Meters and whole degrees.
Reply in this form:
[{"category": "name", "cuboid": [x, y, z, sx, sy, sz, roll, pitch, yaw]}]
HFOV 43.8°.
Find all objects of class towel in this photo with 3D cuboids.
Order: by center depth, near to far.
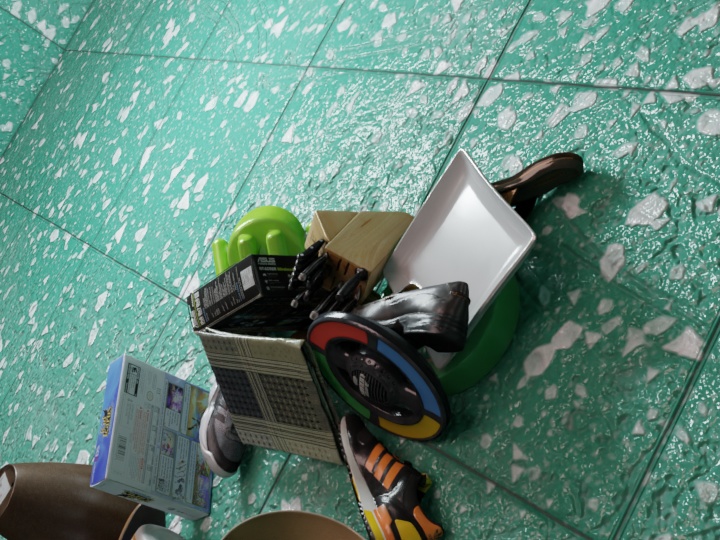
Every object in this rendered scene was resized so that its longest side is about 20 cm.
[{"category": "towel", "cuboid": [-0.110, 0.161, 1.167, 0.200, 0.193, 0.035, 3, 31, 39]}]

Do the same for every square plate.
[{"category": "square plate", "cuboid": [0.115, -0.015, 1.064, 0.198, 0.028, 0.200, -58, 35, 24]}]

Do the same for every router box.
[{"category": "router box", "cuboid": [-0.116, 0.035, 1.241, 0.150, 0.200, 0.062, -30, 69, 38]}]

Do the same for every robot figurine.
[{"category": "robot figurine", "cuboid": [-0.142, -0.037, 1.372, 0.175, 0.116, 0.200, -12, 13, 0]}]

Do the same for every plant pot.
[{"category": "plant pot", "cuboid": [-0.077, 0.388, 0.995, 0.200, 0.200, 0.135, -127, 43, -51]}, {"category": "plant pot", "cuboid": [-0.485, 0.381, 1.421, 0.187, 0.200, 0.187, -28, 46, 34]}]

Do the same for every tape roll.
[{"category": "tape roll", "cuboid": [0.104, 0.056, 1.119, 0.200, 0.048, 0.201, -29, 45, 33]}]

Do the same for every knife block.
[{"category": "knife block", "cuboid": [0.000, 0.000, 1.158, 0.176, 0.200, 0.064, -114, 34, -42]}]

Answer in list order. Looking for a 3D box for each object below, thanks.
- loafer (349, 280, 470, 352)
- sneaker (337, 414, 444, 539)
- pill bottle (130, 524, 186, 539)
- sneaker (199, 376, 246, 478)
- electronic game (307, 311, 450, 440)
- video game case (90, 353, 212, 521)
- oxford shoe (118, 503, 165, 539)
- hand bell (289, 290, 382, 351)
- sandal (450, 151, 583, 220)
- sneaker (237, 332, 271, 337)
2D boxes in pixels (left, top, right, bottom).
[{"category": "loafer", "cuboid": [0.057, 0.052, 1.044, 0.200, 0.073, 0.072, -1, 62, 51]}, {"category": "sneaker", "cuboid": [0.035, 0.247, 1.052, 0.090, 0.070, 0.200, -17, 43, -5]}, {"category": "pill bottle", "cuboid": [-0.310, 0.466, 1.239, 0.112, 0.112, 0.200, 28, 86, 53]}, {"category": "sneaker", "cuboid": [-0.167, 0.195, 1.298, 0.114, 0.075, 0.200, -28, 43, 37]}, {"category": "electronic game", "cuboid": [0.019, 0.126, 1.050, 0.200, 0.200, 0.042, 1, 41, 49]}, {"category": "video game case", "cuboid": [-0.298, 0.248, 1.323, 0.045, 0.181, 0.200, -30, 44, 33]}, {"category": "oxford shoe", "cuboid": [-0.352, 0.439, 1.342, 0.071, 0.071, 0.200, -7, 61, 51]}, {"category": "hand bell", "cuboid": [-0.052, 0.091, 1.256, 0.200, 0.104, 0.104, -21, 49, 54]}, {"category": "sandal", "cuboid": [0.190, -0.081, 1.113, 0.200, 0.082, 0.055, -25, 69, 26]}, {"category": "sneaker", "cuboid": [-0.182, 0.095, 1.346, 0.090, 0.078, 0.200, -41, 5, 22]}]
